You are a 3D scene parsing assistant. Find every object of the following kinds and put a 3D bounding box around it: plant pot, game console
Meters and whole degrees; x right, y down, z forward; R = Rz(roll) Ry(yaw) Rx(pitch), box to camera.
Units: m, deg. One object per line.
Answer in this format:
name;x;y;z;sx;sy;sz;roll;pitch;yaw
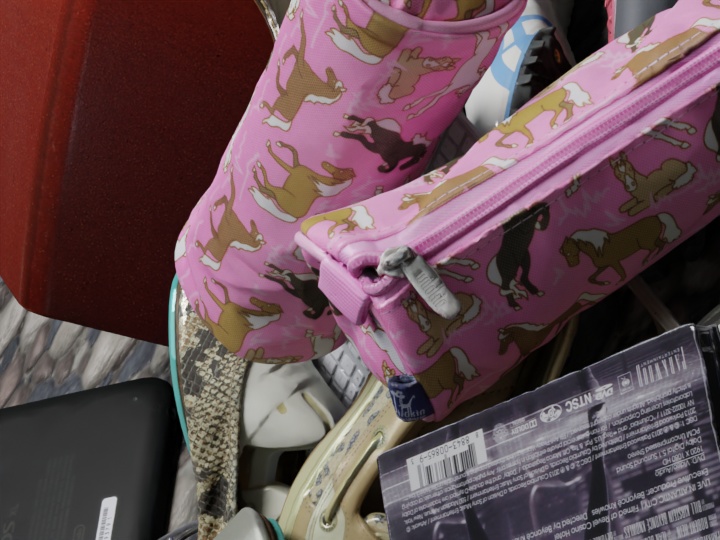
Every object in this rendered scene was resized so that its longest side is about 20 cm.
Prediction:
plant pot;-0.081;-0.065;1.273;0.200;0.199;0.177;42;116;65
game console;-0.156;0.175;1.365;0.175;0.117;0.201;-13;48;21

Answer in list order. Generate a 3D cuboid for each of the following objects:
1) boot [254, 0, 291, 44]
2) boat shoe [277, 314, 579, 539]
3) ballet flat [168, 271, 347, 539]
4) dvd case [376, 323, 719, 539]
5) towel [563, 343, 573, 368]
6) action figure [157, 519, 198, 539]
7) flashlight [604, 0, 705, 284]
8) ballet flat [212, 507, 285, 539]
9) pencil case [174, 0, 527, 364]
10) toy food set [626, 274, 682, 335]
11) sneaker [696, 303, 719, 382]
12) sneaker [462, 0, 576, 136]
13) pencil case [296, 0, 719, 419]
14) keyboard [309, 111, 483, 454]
boot;-0.001;-0.121;1.122;0.097;0.074;0.201;-25;71;61
boat shoe;0.023;0.078;1.029;0.063;0.073;0.201;33;104;64
ballet flat;-0.035;0.092;1.109;0.075;0.068;0.201;2;92;35
dvd case;0.073;0.133;0.845;0.148;0.016;0.201;-26;66;44
towel;0.016;0.045;1.150;0.200;0.024;0.145;-46;30;32
action figure;-0.131;0.174;1.175;0.200;0.102;0.119;-61;-3;-37
flashlight;0.105;-0.090;1.065;0.068;0.068;0.201;-4;58;18
ballet flat;-0.073;0.177;1.057;0.068;0.063;0.201;-114;30;-50
pencil case;-0.007;-0.052;0.997;0.083;0.086;0.200;56;142;26
toy food set;0.067;0.111;0.937;0.201;0.060;0.144;-57;25;11
sneaker;0.165;-0.016;0.815;0.200;0.084;0.077;-36;31;27
sneaker;0.055;-0.086;1.126;0.072;0.072;0.200;-15;33;12
pencil case;0.079;-0.032;0.929;0.199;0.083;0.087;-33;26;-1
keyboard;0.000;0.000;1.090;0.056;0.011;0.200;47;137;22
